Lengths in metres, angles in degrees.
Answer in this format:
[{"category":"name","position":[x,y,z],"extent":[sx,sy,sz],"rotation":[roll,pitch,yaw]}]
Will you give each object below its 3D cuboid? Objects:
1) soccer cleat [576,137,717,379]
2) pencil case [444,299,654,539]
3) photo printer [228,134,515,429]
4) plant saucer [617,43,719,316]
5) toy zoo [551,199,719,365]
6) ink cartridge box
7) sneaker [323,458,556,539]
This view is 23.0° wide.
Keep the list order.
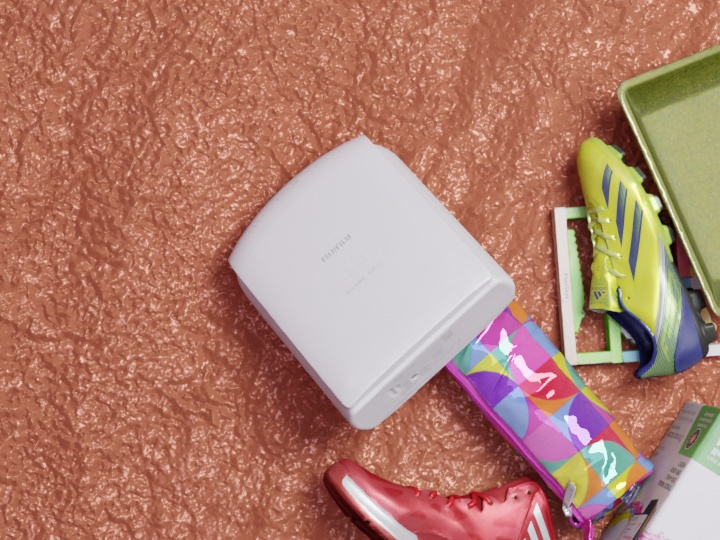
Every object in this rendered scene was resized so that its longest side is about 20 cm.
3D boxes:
[{"category":"soccer cleat","position":[0.210,-0.008,1.406],"extent":[0.084,0.065,0.201],"rotation":[-25,89,0]},{"category":"pencil case","position":[0.145,0.113,1.401],"extent":[0.088,0.088,0.200],"rotation":[-39,81,-2]},{"category":"photo printer","position":[0.000,0.000,1.385],"extent":[0.166,0.069,0.200],"rotation":[-42,60,3]},{"category":"plant saucer","position":[0.318,-0.085,1.421],"extent":[0.199,0.048,0.200],"rotation":[-22,87,-17]},{"category":"toy zoo","position":[0.260,0.007,1.449],"extent":[0.199,0.020,0.132],"rotation":[-5,88,-2]},{"category":"ink cartridge box","position":[0.248,0.209,1.380],"extent":[0.084,0.145,0.200],"rotation":[33,88,0]},{"category":"sneaker","position":[0.073,0.190,1.421],"extent":[0.200,0.078,0.116],"rotation":[41,78,-11]}]
